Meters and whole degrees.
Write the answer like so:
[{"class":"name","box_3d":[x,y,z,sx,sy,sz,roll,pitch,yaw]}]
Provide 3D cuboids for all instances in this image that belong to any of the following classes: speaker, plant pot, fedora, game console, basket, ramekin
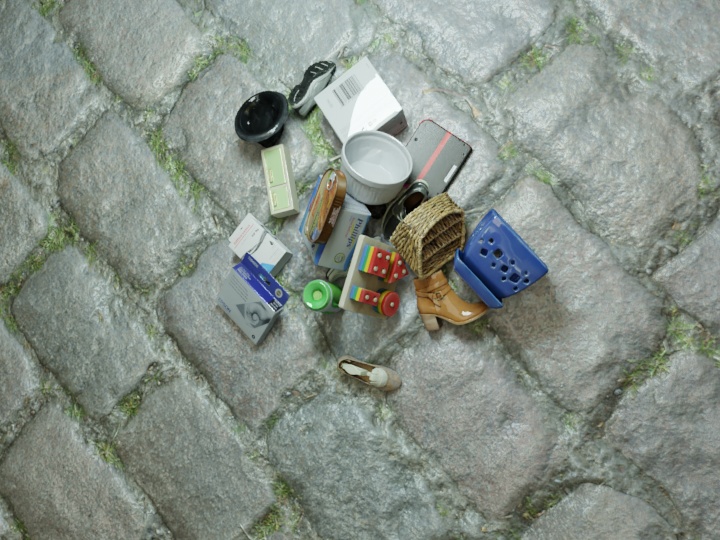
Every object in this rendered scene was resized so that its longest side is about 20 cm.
[{"class":"speaker","box_3d":[-0.098,0.075,1.662,0.086,0.200,0.091,-1,84,12]},{"class":"plant pot","box_3d":[0.356,-0.025,1.558,0.200,0.200,0.180,45,103,-1]},{"class":"fedora","box_3d":[-0.287,-0.447,1.794,0.196,0.092,0.205,-9,58,14]},{"class":"game console","box_3d":[0.203,-0.320,1.718,0.175,0.031,0.202,35,94,8]},{"class":"basket","box_3d":[0.204,-0.100,1.599,0.198,0.143,0.150,-31,76,-32]},{"class":"ramekin","box_3d":[0.035,-0.275,1.612,0.195,0.106,0.204,9,53,-11]}]

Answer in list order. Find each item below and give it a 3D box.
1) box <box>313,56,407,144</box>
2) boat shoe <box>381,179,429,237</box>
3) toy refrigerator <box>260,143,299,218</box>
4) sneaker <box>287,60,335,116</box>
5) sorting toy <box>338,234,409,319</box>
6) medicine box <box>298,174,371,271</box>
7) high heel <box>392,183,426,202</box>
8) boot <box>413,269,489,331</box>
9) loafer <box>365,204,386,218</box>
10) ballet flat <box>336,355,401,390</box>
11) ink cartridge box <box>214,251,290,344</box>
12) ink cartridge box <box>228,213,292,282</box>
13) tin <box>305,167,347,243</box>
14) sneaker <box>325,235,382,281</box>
[{"class":"box","box_3d":[0.003,-0.464,1.722,0.197,0.131,0.202,-35,79,8]},{"class":"boat shoe","box_3d":[0.121,-0.165,1.668,0.071,0.068,0.201,29,123,-17]},{"class":"toy refrigerator","box_3d":[-0.244,-0.271,1.794,0.074,0.070,0.205,-11,83,11]},{"class":"sneaker","box_3d":[-0.143,-0.559,1.801,0.073,0.080,0.202,29,76,32]},{"class":"sorting toy","box_3d":[0.053,0.029,1.627,0.069,0.197,0.205,16,89,41]},{"class":"medicine box","box_3d":[-0.076,-0.134,1.648,0.185,0.101,0.201,-65,31,25]},{"class":"high heel","box_3d":[0.093,-0.223,1.687,0.198,0.096,0.068,32,119,8]},{"class":"boot","box_3d":[0.246,0.072,1.632,0.196,0.074,0.158,-15,95,15]},{"class":"loafer","box_3d":[-0.009,-0.232,1.734,0.198,0.072,0.073,37,94,14]},{"class":"ballet flat","box_3d":[0.019,0.297,1.684,0.195,0.067,0.070,14,89,14]},{"class":"ink cartridge box","box_3d":[-0.325,0.084,1.758,0.199,0.040,0.202,43,120,14]},{"class":"ink cartridge box","box_3d":[-0.318,-0.076,1.795,0.199,0.068,0.117,42,95,13]},{"class":"tin","box_3d":[-0.090,-0.166,1.541,0.112,0.041,0.203,50,124,50]},{"class":"sneaker","box_3d":[0.000,0.000,1.710,0.198,0.076,0.117,-34,77,6]}]
